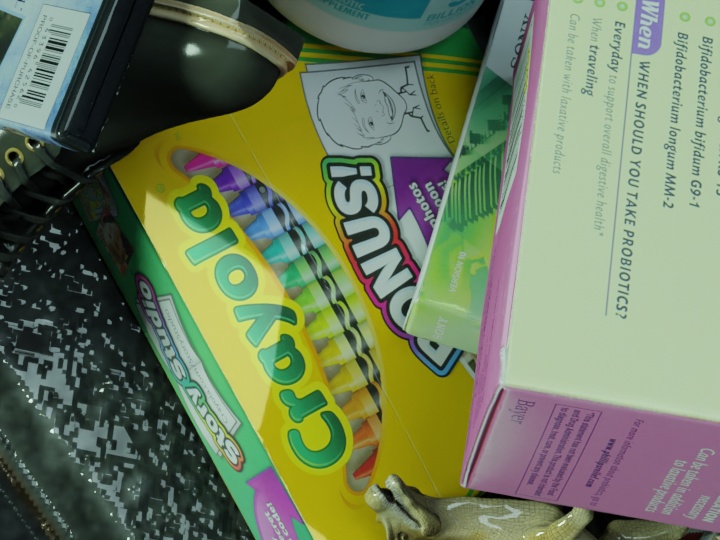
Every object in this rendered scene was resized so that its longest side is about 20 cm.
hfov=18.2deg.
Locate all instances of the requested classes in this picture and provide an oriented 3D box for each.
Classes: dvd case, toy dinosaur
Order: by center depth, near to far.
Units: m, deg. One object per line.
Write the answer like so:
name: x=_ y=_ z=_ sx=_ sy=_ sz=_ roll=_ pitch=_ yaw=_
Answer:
dvd case: x=-0.128 y=-0.124 z=0.778 sx=0.018 sy=0.199 sz=0.144 roll=26 pitch=83 yaw=-43
toy dinosaur: x=0.094 y=0.120 z=0.844 sx=0.200 sy=0.058 sz=0.101 roll=40 pitch=102 yaw=-8

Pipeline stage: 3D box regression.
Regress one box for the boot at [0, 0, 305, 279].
boot: x=-0.113 y=-0.024 z=0.781 sx=0.077 sy=0.199 sz=0.139 roll=31 pitch=65 yaw=-41

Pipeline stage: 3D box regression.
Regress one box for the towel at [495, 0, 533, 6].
towel: x=0.121 y=-0.149 z=0.966 sx=0.147 sy=0.050 sz=0.201 roll=-17 pitch=70 yaw=-9

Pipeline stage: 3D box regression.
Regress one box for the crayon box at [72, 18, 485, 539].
crayon box: x=0.000 y=0.000 z=0.893 sx=0.172 sy=0.058 sz=0.201 roll=-28 pitch=87 yaw=-30

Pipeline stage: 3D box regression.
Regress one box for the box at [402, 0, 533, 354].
box: x=0.130 y=-0.015 z=0.868 sx=0.199 sy=0.036 sz=0.145 roll=16 pitch=63 yaw=3

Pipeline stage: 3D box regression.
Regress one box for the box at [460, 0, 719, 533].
box: x=0.147 y=-0.004 z=0.793 sx=0.199 sy=0.097 sz=0.177 roll=9 pitch=63 yaw=-1

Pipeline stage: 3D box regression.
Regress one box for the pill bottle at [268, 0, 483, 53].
pill bottle: x=0.027 y=-0.175 z=0.821 sx=0.110 sy=0.200 sz=0.111 roll=8 pitch=60 yaw=-14

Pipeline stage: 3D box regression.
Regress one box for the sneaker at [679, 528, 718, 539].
sneaker: x=0.128 y=0.129 z=0.919 sx=0.071 sy=0.112 sz=0.200 roll=43 pitch=91 yaw=-10
